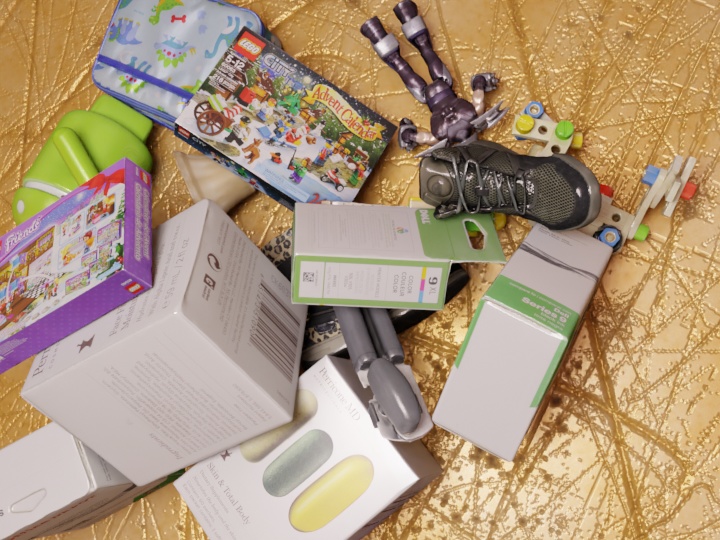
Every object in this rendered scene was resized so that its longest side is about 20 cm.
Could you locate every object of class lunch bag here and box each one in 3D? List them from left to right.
[{"bbox_3d":[-0.204,-0.243,1.087,0.199,0.082,0.161,27,92,17],"label":"lunch bag"}]

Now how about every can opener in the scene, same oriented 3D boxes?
[{"bbox_3d":[0.019,0.069,0.884,0.053,0.067,0.201,-7,54,-19],"label":"can opener"}]

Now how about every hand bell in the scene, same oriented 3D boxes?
[{"bbox_3d":[-0.100,-0.129,1.056,0.199,0.104,0.105,-26,76,-5],"label":"hand bell"}]

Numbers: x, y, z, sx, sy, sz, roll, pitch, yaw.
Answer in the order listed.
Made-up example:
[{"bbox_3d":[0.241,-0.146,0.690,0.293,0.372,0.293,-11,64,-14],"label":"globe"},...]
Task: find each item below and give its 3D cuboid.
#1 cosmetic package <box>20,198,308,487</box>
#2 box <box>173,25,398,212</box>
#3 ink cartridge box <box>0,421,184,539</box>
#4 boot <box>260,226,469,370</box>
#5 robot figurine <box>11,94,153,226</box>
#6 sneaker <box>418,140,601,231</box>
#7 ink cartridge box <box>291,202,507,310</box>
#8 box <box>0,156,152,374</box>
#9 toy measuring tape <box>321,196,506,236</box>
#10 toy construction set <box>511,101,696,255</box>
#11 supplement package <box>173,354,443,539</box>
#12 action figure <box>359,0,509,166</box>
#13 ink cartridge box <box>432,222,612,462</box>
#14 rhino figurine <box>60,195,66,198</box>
[{"bbox_3d":[-0.181,0.073,0.900,0.199,0.165,0.165,-26,34,23],"label":"cosmetic package"},{"bbox_3d":[-0.078,-0.149,0.994,0.199,0.038,0.137,32,72,-5],"label":"box"},{"bbox_3d":[-0.300,0.217,0.980,0.146,0.200,0.083,-28,76,8],"label":"ink cartridge box"},{"bbox_3d":[-0.001,0.000,1.007,0.203,0.073,0.154,-29,73,7],"label":"boot"},{"bbox_3d":[-0.315,-0.100,1.059,0.115,0.175,0.201,31,68,-15],"label":"robot figurine"},{"bbox_3d":[0.129,-0.075,0.878,0.199,0.114,0.077,30,129,52],"label":"sneaker"},{"bbox_3d":[0.032,-0.014,0.905,0.199,0.104,0.060,2,121,-4],"label":"ink cartridge box"},{"bbox_3d":[-0.281,-0.003,0.875,0.199,0.039,0.137,-27,50,21],"label":"box"},{"bbox_3d":[0.055,-0.057,0.986,0.199,0.074,0.074,2,82,-7],"label":"toy measuring tape"},{"bbox_3d":[0.237,-0.089,0.956,0.199,0.092,0.132,22,79,21],"label":"toy construction set"},{"bbox_3d":[-0.047,0.209,0.945,0.200,0.151,0.152,-40,74,5],"label":"supplement package"},{"bbox_3d":[0.082,-0.199,1.020,0.130,0.069,0.201,-30,80,1],"label":"action figure"},{"bbox_3d":[0.156,0.056,0.872,0.084,0.200,0.147,26,123,14],"label":"ink cartridge box"},{"bbox_3d":[-0.268,-0.003,0.993,0.087,0.200,0.060,-4,45,22],"label":"rhino figurine"}]
